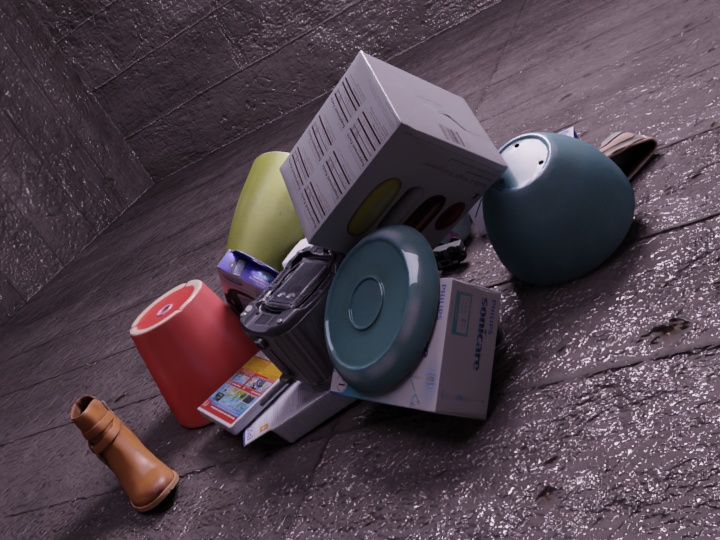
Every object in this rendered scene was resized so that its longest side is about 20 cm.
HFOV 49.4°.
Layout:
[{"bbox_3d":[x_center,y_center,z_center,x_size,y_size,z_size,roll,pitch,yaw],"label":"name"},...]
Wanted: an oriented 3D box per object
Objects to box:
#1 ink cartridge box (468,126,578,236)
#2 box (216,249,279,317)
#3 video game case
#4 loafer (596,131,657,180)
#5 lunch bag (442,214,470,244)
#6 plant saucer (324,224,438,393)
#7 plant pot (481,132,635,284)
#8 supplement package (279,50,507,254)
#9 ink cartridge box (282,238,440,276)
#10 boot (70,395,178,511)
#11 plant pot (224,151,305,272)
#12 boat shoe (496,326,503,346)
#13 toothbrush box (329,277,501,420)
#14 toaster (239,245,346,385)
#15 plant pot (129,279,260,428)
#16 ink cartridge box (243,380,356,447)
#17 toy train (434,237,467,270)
[{"bbox_3d":[0.258,-0.136,1.223,0.199,0.094,0.044,-22,23,25],"label":"ink cartridge box"},{"bbox_3d":[-0.163,0.042,1.255,0.042,0.118,0.200,-58,-14,-24],"label":"box"},{"bbox_3d":[-0.141,0.154,1.159,0.200,0.018,0.143,-43,21,-22],"label":"video game case"},{"bbox_3d":[0.362,-0.144,1.133,0.063,0.072,0.200,4,38,47],"label":"loafer"},{"bbox_3d":[0.085,-0.093,1.313,0.199,0.077,0.162,-22,61,31],"label":"lunch bag"},{"bbox_3d":[0.014,0.040,0.912,0.199,0.027,0.202,-25,57,46],"label":"plant saucer"},{"bbox_3d":[0.237,-0.102,1.026,0.199,0.135,0.201,-25,44,27],"label":"plant pot"},{"bbox_3d":[0.038,-0.131,1.006,0.200,0.190,0.148,-49,46,30],"label":"supplement package"},{"bbox_3d":[0.000,0.000,1.221,0.199,0.145,0.085,-19,25,32],"label":"ink cartridge box"},{"bbox_3d":[-0.347,0.257,1.139,0.077,0.156,0.200,-38,22,-17],"label":"boot"},{"bbox_3d":[-0.145,-0.064,1.331,0.186,0.187,0.201,-10,45,46],"label":"plant pot"},{"bbox_3d":[0.100,0.082,1.014,0.067,0.073,0.199,-3,-4,-36],"label":"boat shoe"},{"bbox_3d":[0.061,0.089,0.926,0.199,0.085,0.148,0,78,53],"label":"toothbrush box"},{"bbox_3d":[-0.058,0.058,1.060,0.113,0.130,0.200,5,45,44],"label":"toaster"},{"bbox_3d":[-0.270,0.127,1.287,0.199,0.178,0.201,-29,21,12],"label":"plant pot"},{"bbox_3d":[-0.076,0.160,1.125,0.199,0.043,0.197,-34,21,6],"label":"ink cartridge box"},{"bbox_3d":[0.083,-0.006,1.258,0.199,0.046,0.034,-17,30,34],"label":"toy train"}]
